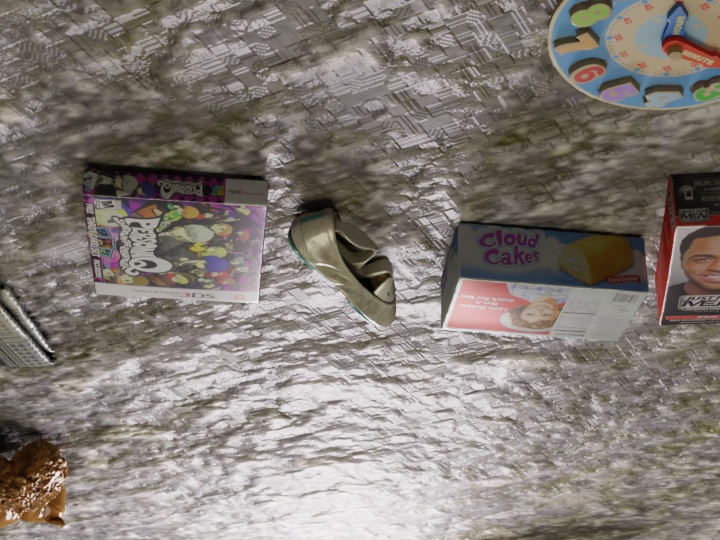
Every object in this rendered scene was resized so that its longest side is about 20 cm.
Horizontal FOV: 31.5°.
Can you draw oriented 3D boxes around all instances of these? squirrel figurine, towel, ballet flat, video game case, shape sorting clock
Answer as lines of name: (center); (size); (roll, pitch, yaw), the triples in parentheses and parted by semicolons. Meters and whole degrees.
squirrel figurine: (-0.494, 0.320, 1.823); (0.185, 0.143, 0.199); (17, 149, -37)
towel: (-0.477, 0.061, 1.488); (0.190, 0.035, 0.200); (-1, 152, 10)
ballet flat: (0.000, 0.000, 1.326); (0.062, 0.068, 0.200); (-24, 142, 21)
video game case: (-0.187, -0.031, 1.304); (0.179, 0.036, 0.201); (3, 150, -6)
shape sorting clock: (0.249, -0.187, 1.020); (0.197, 0.040, 0.201); (1, 149, 1)

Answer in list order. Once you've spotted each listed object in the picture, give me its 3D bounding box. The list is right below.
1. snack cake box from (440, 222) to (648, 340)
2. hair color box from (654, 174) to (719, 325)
snack cake box: (0.189, 0.015, 1.339); (0.197, 0.068, 0.115); (4, 152, -5)
hair color box: (0.355, -0.017, 1.284); (0.100, 0.062, 0.201); (-2, 149, 8)
